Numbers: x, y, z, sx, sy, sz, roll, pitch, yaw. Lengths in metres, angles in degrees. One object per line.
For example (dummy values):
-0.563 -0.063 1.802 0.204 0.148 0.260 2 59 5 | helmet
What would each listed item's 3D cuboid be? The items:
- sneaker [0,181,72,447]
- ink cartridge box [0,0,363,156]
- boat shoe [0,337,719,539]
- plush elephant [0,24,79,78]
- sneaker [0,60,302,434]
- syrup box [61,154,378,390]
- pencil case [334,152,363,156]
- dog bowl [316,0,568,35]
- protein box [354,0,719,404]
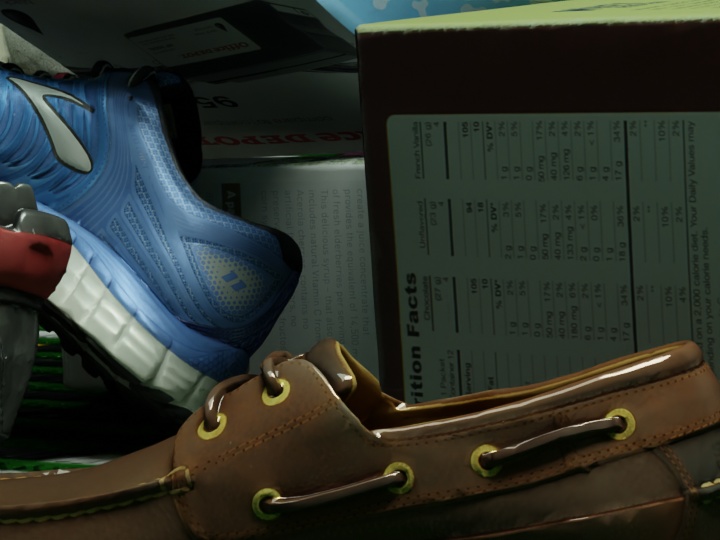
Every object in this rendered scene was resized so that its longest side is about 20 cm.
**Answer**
-0.186 0.017 0.757 0.199 0.099 0.071 5 -4 -14 | sneaker
-0.047 -0.115 0.901 0.144 0.085 0.200 0 -20 32 | ink cartridge box
-0.011 0.049 0.588 0.198 0.068 0.072 -3 8 8 | boat shoe
-0.127 -0.077 1.245 0.198 0.156 0.165 0 7 23 | plush elephant
-0.099 -0.035 0.858 0.200 0.089 0.079 39 -14 18 | sneaker
0.000 0.000 0.897 0.198 0.082 0.079 0 6 22 | syrup box
0.043 -0.028 1.077 0.093 0.092 0.200 -3 10 19 | pencil case
0.050 -0.098 0.799 0.112 0.050 0.199 48 25 23 | dog bowl
0.136 -0.006 0.671 0.199 0.136 0.198 2 10 37 | protein box
